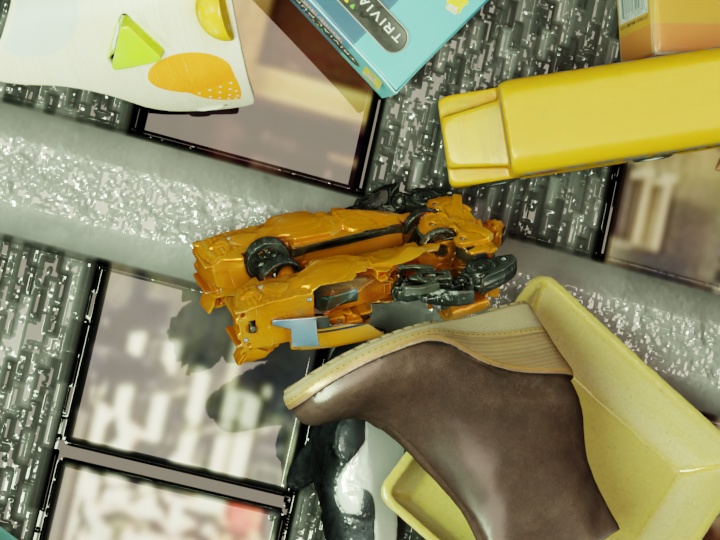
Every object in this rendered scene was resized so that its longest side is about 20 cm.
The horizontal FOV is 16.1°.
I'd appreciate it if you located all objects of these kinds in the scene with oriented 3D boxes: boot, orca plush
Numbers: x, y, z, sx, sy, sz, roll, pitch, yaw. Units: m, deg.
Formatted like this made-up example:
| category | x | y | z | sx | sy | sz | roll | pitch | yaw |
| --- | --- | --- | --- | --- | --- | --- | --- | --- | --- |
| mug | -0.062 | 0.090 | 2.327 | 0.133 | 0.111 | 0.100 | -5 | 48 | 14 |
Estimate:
| category | x | y | z | sx | sy | sz | roll | pitch | yaw |
| --- | --- | --- | --- | --- | --- | --- | --- | --- | --- |
| boot | 0.061 | 0.116 | 1.597 | 0.200 | 0.072 | 0.167 | -14 | 80 | -29 |
| orca plush | -0.010 | 0.141 | 1.669 | 0.105 | 0.071 | 0.201 | -23 | 106 | -60 |

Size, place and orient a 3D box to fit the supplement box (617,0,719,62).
| category | x | y | z | sx | sy | sz | roll | pitch | yaw |
| --- | --- | --- | --- | --- | --- | --- | --- | --- | --- |
| supplement box | 0.213 | -0.241 | 1.748 | 0.066 | 0.069 | 0.201 | -1 | 87 | -17 |

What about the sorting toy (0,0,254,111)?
| category | x | y | z | sx | sy | sz | roll | pitch | yaw |
| --- | --- | --- | --- | --- | --- | --- | --- | --- | --- |
| sorting toy | -0.172 | -0.197 | 1.633 | 0.179 | 0.107 | 0.201 | -8 | 87 | 3 |

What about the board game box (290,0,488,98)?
| category | x | y | z | sx | sy | sz | roll | pitch | yaw |
| --- | --- | --- | --- | --- | --- | --- | --- | --- | --- |
| board game box | 0.037 | -0.239 | 1.697 | 0.200 | 0.047 | 0.151 | -45 | 98 | -8 |

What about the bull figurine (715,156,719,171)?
| category | x | y | z | sx | sy | sz | roll | pitch | yaw |
| --- | --- | --- | --- | --- | --- | --- | --- | --- | --- |
| bull figurine | 0.288 | -0.027 | 1.730 | 0.065 | 0.121 | 0.201 | -18 | 96 | 7 |

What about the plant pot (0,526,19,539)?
| category | x | y | z | sx | sy | sz | roll | pitch | yaw |
| --- | --- | --- | --- | --- | --- | --- | --- | --- | --- |
| plant pot | -0.292 | 0.212 | 1.507 | 0.200 | 0.201 | 0.161 | 34 | 91 | -11 |

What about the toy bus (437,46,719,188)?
| category | x | y | z | sx | sy | sz | roll | pitch | yaw |
| --- | --- | --- | --- | --- | --- | --- | --- | --- | --- |
| toy bus | 0.153 | -0.100 | 1.691 | 0.199 | 0.078 | 0.065 | -9 | 89 | 1 |

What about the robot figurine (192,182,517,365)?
| category | x | y | z | sx | sy | sz | roll | pitch | yaw |
| --- | --- | --- | --- | --- | --- | --- | --- | --- | --- |
| robot figurine | 0.000 | 0.000 | 1.643 | 0.199 | 0.145 | 0.058 | -10 | 122 | -16 |

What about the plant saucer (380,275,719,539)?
| category | x | y | z | sx | sy | sz | roll | pitch | yaw |
| --- | --- | --- | --- | --- | --- | --- | --- | --- | --- |
| plant saucer | 0.129 | 0.140 | 1.689 | 0.200 | 0.048 | 0.200 | 42 | 66 | -9 |
